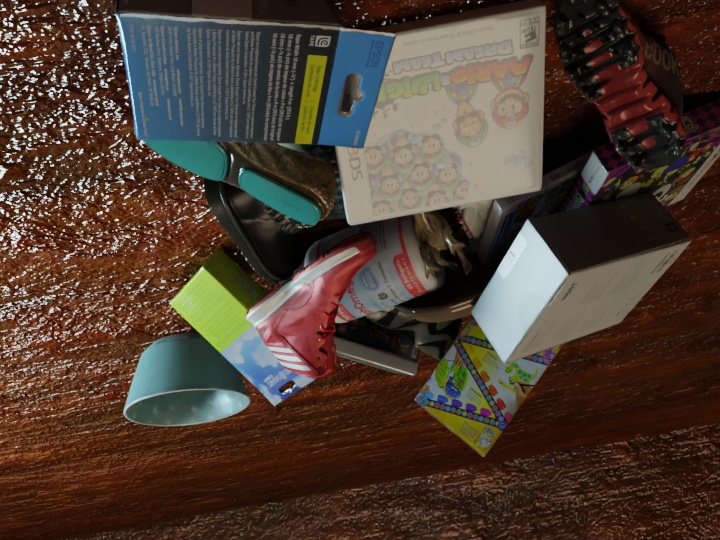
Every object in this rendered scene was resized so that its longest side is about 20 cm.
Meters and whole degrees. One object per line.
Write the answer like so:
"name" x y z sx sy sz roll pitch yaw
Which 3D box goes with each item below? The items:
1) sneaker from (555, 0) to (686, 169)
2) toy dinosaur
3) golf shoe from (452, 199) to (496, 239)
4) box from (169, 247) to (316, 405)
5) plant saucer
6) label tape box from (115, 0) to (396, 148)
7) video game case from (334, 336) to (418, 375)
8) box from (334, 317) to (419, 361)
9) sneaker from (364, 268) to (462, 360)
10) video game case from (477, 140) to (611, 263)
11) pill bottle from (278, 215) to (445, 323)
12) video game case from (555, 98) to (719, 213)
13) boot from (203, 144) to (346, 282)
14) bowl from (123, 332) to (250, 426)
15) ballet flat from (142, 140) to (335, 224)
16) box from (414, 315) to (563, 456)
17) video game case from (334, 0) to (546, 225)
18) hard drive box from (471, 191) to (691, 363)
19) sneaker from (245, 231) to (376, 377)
"sneaker" 0.236 -0.188 0.689 0.070 0.100 0.200 -13 135 40
"toy dinosaur" 0.079 -0.050 0.866 0.057 0.103 0.200 -29 144 12
"golf shoe" 0.133 -0.104 0.842 0.090 0.077 0.200 -25 160 9
"box" -0.147 0.078 0.998 0.200 0.048 0.121 45 137 -9
"plant saucer" 0.133 0.010 0.968 0.196 0.030 0.201 -23 -164 7
"label tape box" -0.083 -0.166 0.601 0.194 0.065 0.145 0 154 -11
"video game case" -0.023 0.114 1.109 0.195 0.023 0.182 18 172 -3
"box" -0.013 0.091 1.159 0.134 0.039 0.198 11 171 38
"sneaker" 0.073 0.025 1.092 0.196 0.131 0.080 32 -173 -7
"video game case" 0.232 -0.085 0.890 0.196 0.018 0.144 -27 160 -10
"pill bottle" 0.000 0.000 0.951 0.196 0.112 0.108 -21 154 22
"video game case" 0.323 -0.107 0.872 0.196 0.036 0.182 -22 157 -14
"boot" -0.060 -0.063 0.829 0.154 0.081 0.212 -14 155 10
"bowl" -0.277 0.170 1.219 0.195 0.108 0.202 -8 155 -4
"ballet flat" -0.110 -0.111 0.707 0.196 0.066 0.071 28 148 -8
"box" 0.189 0.136 1.093 0.195 0.121 0.200 -54 168 3
"video game case" 0.071 -0.137 0.694 0.194 0.024 0.185 -10 128 0
"hard drive box" 0.244 0.007 0.850 0.196 0.078 0.158 -13 145 -32
"sneaker" -0.035 0.047 0.883 0.198 0.117 0.078 -33 -178 34
